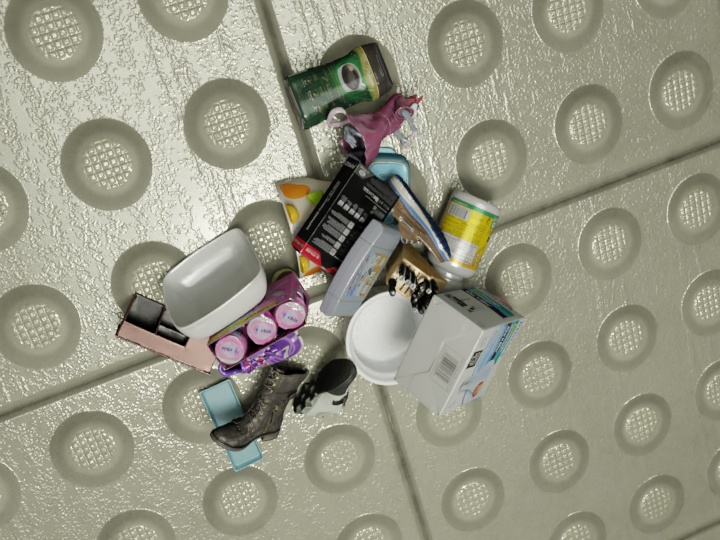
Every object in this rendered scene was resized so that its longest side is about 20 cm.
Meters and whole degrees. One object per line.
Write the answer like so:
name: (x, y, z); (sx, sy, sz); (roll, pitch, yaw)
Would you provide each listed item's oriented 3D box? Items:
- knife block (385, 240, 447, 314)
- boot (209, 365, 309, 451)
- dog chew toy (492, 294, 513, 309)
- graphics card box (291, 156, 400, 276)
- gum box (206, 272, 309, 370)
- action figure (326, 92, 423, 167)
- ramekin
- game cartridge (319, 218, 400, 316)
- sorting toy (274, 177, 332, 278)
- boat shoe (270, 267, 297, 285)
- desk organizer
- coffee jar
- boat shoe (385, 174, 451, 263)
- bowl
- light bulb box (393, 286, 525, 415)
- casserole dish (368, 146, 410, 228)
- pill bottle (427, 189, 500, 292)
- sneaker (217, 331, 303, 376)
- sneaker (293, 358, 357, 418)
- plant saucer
knife block: (0.084, 0.003, 1.350); (0.064, 0.200, 0.174); (-51, 143, 15)
boot: (-0.204, 0.269, 1.404); (0.198, 0.069, 0.177); (-1, 122, -53)
dog chew toy: (0.256, 0.154, 1.505); (0.123, 0.125, 0.203); (22, 105, -18)
graphics card box: (-0.027, -0.095, 1.302); (0.125, 0.051, 0.202); (33, 92, -37)
gum box: (-0.187, 0.093, 1.316); (0.198, 0.114, 0.067); (-29, 112, 10)
action figure: (0.041, -0.288, 1.338); (0.149, 0.134, 0.200); (45, 71, -2)
ramekin: (0.055, 0.129, 1.457); (0.196, 0.098, 0.205); (-3, 104, -13)
game cartridge: (0.000, 0.000, 1.312); (0.041, 0.133, 0.202); (34, 100, 15)
sorting toy: (-0.057, -0.094, 1.371); (0.177, 0.107, 0.204); (-17, 107, -11)
boat shoe: (-0.168, 0.098, 1.410); (0.072, 0.065, 0.204); (6, 103, -17)
desk organizer: (-0.373, 0.125, 1.364); (0.197, 0.072, 0.078); (26, 94, -19)
coffee jar: (-0.040, -0.354, 1.318); (0.197, 0.085, 0.106); (-24, 97, -7)
boat shoe: (0.106, -0.091, 1.380); (0.072, 0.072, 0.202); (-36, 84, 18)
bowl: (-0.271, 0.034, 1.311); (0.198, 0.200, 0.075); (-33, 130, -4)
light bulb box: (0.196, 0.152, 1.355); (0.198, 0.124, 0.201); (-7, 127, -53)
casserole dish: (0.048, -0.150, 1.418); (0.118, 0.039, 0.205); (0, 103, -14)
pill bottle: (0.206, -0.056, 1.440); (0.111, 0.113, 0.203); (20, 98, -17)
sneaker: (-0.199, 0.171, 1.372); (0.197, 0.084, 0.081); (-24, 108, 25)
sneaker: (-0.054, 0.252, 1.447); (0.087, 0.075, 0.200); (26, 134, -26)
plant saucer: (-0.273, 0.329, 1.467); (0.069, 0.019, 0.203); (-22, 107, -8)
